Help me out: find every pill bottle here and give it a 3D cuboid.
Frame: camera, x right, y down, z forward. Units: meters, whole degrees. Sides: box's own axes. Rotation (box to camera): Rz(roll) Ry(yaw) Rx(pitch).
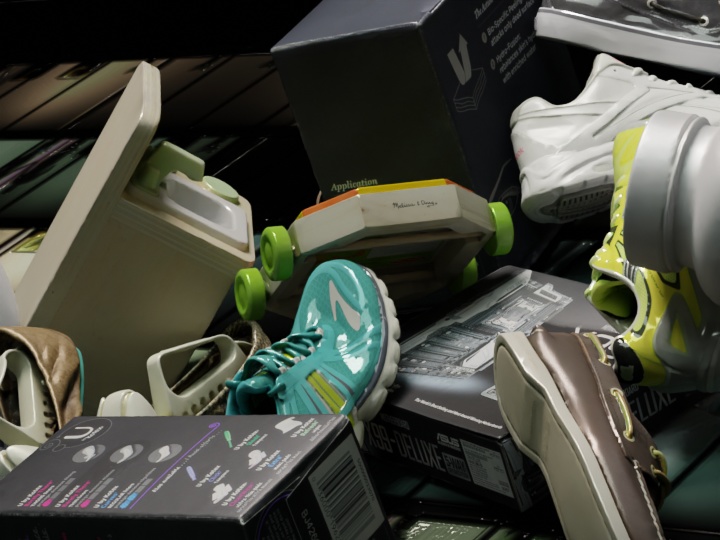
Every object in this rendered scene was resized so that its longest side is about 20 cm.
[{"bbox_3d":[0.244,-0.026,1.503,0.199,0.113,0.112,11,31,20],"label":"pill bottle"}]

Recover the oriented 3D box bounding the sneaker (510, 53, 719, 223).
[{"bbox_3d":[0.189,-0.101,1.867,0.199,0.100,0.078,-12,-19,-12],"label":"sneaker"}]

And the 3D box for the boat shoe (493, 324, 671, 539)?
[{"bbox_3d":[0.127,0.100,1.499,0.059,0.072,0.200,-8,38,-15],"label":"boat shoe"}]

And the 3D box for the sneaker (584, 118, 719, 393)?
[{"bbox_3d":[0.162,-0.014,1.611,0.076,0.076,0.201,-4,42,-6],"label":"sneaker"}]

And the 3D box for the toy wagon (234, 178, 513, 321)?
[{"bbox_3d":[0.000,0.000,1.785,0.154,0.040,0.200,-6,-19,-20],"label":"toy wagon"}]

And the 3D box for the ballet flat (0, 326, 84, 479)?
[{"bbox_3d":[-0.192,0.105,1.707,0.068,0.072,0.201,-45,40,28],"label":"ballet flat"}]

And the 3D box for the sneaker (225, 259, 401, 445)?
[{"bbox_3d":[-0.034,0.069,1.640,0.077,0.080,0.201,-20,40,40],"label":"sneaker"}]

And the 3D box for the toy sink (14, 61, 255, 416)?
[{"bbox_3d":[-0.138,-0.012,1.859,0.201,0.112,0.130,-60,14,15],"label":"toy sink"}]

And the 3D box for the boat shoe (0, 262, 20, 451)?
[{"bbox_3d":[-0.250,0.078,1.784,0.065,0.201,0.072,-16,-12,30],"label":"boat shoe"}]

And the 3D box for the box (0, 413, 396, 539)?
[{"bbox_3d":[-0.090,0.152,1.519,0.199,0.123,0.106,-2,27,37],"label":"box"}]

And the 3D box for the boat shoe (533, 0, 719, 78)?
[{"bbox_3d":[0.215,-0.166,1.898,0.199,0.067,0.070,13,3,19],"label":"boat shoe"}]

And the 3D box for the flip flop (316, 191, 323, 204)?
[{"bbox_3d":[-0.003,-0.042,2.018,0.081,0.058,0.200,-5,25,33],"label":"flip flop"}]

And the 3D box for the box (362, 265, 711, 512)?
[{"bbox_3d":[0.091,0.065,1.680,0.157,0.050,0.200,-29,23,-25],"label":"box"}]

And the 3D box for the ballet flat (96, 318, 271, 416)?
[{"bbox_3d":[-0.120,0.090,1.768,0.068,0.076,0.200,0,28,39],"label":"ballet flat"}]

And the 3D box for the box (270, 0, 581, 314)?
[{"bbox_3d":[0.057,-0.105,1.923,0.117,0.201,0.197,-7,23,29],"label":"box"}]
